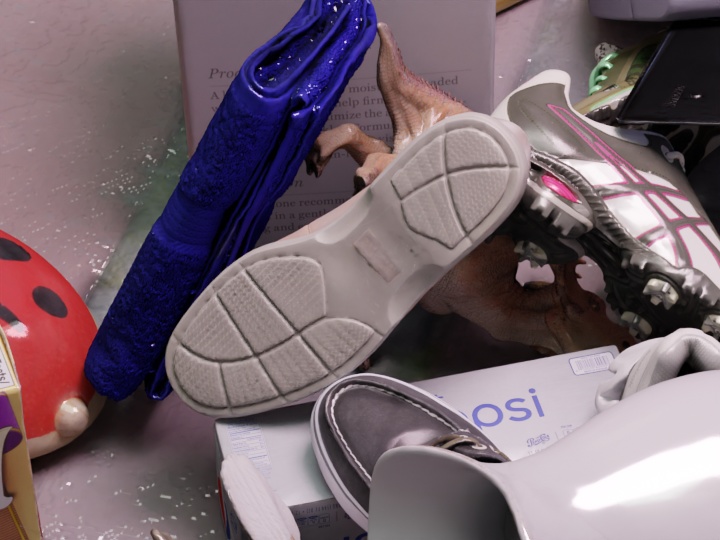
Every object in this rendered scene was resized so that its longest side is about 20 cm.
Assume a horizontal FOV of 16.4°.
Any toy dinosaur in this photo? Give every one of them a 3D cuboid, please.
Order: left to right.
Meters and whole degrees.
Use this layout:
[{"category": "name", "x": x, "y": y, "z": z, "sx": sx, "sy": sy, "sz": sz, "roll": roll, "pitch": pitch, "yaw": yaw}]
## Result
[{"category": "toy dinosaur", "x": 0.054, "y": -0.030, "z": 1.255, "sx": 0.135, "sy": 0.201, "sz": 0.086, "roll": -17, "pitch": 3, "yaw": -21}]

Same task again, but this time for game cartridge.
[{"category": "game cartridge", "x": 0.197, "y": -0.164, "z": 1.406, "sx": 0.132, "sy": 0.042, "sz": 0.200, "roll": -10, "pitch": 8, "yaw": -4}]

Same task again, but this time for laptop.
[{"category": "laptop", "x": 0.245, "y": -0.050, "z": 1.248, "sx": 0.116, "sy": 0.200, "sz": 0.187, "roll": -32, "pitch": 8, "yaw": 25}]

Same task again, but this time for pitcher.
[{"category": "pitcher", "x": 0.126, "y": 0.110, "z": 0.936, "sx": 0.199, "sy": 0.122, "sz": 0.171, "roll": -5, "pitch": 21, "yaw": -30}]

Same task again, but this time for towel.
[{"category": "towel", "x": -0.057, "y": -0.036, "z": 1.208, "sx": 0.049, "sy": 0.200, "sz": 0.148, "roll": 33, "pitch": 32, "yaw": 2}]

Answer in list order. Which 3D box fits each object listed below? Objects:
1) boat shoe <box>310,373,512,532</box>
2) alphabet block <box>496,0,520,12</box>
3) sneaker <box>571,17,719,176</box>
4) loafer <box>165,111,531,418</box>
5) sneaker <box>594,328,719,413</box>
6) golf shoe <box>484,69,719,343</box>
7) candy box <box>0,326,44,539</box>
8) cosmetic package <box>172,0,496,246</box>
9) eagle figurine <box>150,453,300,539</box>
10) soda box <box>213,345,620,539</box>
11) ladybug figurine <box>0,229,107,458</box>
[{"category": "boat shoe", "x": 0.047, "y": 0.104, "z": 1.066, "sx": 0.070, "sy": 0.066, "sz": 0.200, "roll": -34, "pitch": 58, "yaw": -14}, {"category": "alphabet block", "x": 0.075, "y": -0.296, "z": 1.505, "sx": 0.199, "sy": 0.197, "sz": 0.195, "roll": -26, "pitch": 46, "yaw": -25}, {"category": "sneaker", "x": 0.153, "y": -0.093, "z": 1.383, "sx": 0.199, "sy": 0.077, "sz": 0.088, "roll": -27, "pitch": 36, "yaw": -34}, {"category": "loafer", "x": 0.000, "y": 0.000, "z": 1.148, "sx": 0.072, "sy": 0.200, "sz": 0.063, "roll": 54, "pitch": 17, "yaw": 4}, {"category": "sneaker", "x": 0.134, "y": 0.121, "z": 1.085, "sx": 0.075, "sy": 0.081, "sz": 0.201, "roll": 3, "pitch": 74, "yaw": -7}, {"category": "golf shoe", "x": 0.142, "y": -0.018, "z": 1.189, "sx": 0.200, "sy": 0.077, "sz": 0.088, "roll": 35, "pitch": 65, "yaw": 0}, {"category": "candy box", "x": -0.249, "y": 0.102, "z": 1.134, "sx": 0.199, "sy": 0.117, "sz": 0.057, "roll": -14, "pitch": 44, "yaw": -14}, {"category": "cosmetic package", "x": -0.017, "y": -0.142, "z": 1.332, "sx": 0.164, "sy": 0.201, "sz": 0.166, "roll": -4, "pitch": 41, "yaw": -3}, {"category": "eagle figurine", "x": -0.001, "y": 0.176, "z": 1.044, "sx": 0.199, "sy": 0.152, "sz": 0.152, "roll": 6, "pitch": 33, "yaw": 23}, {"category": "soda box", "x": 0.034, "y": 0.095, "z": 1.169, "sx": 0.199, "sy": 0.069, "sz": 0.064, "roll": -10, "pitch": 45, "yaw": -9}, {"category": "ladybug figurine", "x": -0.209, "y": 0.024, "z": 1.252, "sx": 0.199, "sy": 0.072, "sz": 0.136, "roll": 27, "pitch": 49, "yaw": 27}]
